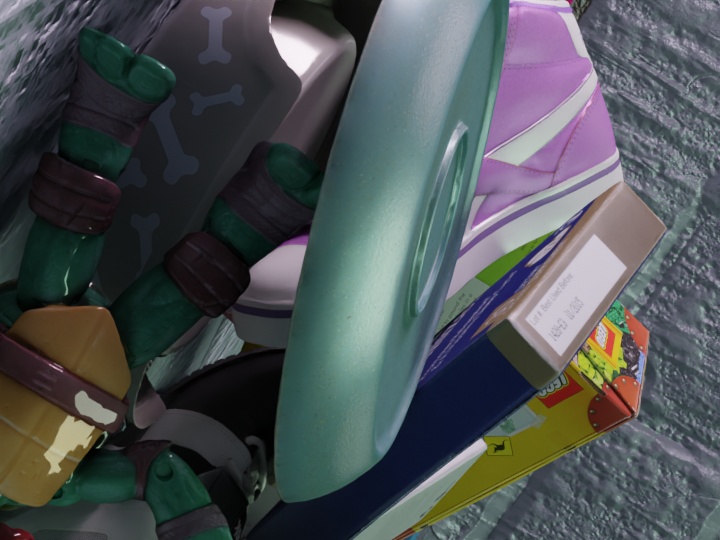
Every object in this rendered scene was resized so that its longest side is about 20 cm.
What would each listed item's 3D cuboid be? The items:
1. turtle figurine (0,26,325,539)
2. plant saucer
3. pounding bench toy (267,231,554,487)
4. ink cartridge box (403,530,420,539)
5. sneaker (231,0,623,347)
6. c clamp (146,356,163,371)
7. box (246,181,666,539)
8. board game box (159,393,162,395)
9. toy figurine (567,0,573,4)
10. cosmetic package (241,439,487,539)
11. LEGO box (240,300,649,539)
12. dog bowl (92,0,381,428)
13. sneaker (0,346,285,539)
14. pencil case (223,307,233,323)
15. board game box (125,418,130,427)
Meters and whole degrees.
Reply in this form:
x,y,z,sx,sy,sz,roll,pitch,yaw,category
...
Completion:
x,y,z,sx,sy,sz,roll,pitch,yaw,category
-0.093,0.036,0.556,0.101,0.150,0.200,24,-96,51,turtle figurine
0.015,-0.019,0.588,0.200,0.027,0.201,15,90,-82,plant saucer
0.000,0.000,0.879,0.200,0.124,0.156,-59,-156,4,pounding bench toy
-0.065,0.196,1.110,0.200,0.144,0.085,-56,175,-47,ink cartridge box
0.018,-0.051,0.731,0.200,0.073,0.115,-31,116,-35,sneaker
-0.121,0.062,0.848,0.200,0.027,0.171,-56,175,-36,c clamp
0.027,0.053,0.717,0.200,0.032,0.121,-45,180,37,box
-0.153,0.168,1.132,0.200,0.034,0.135,-59,176,-1,board game box
0.087,-0.184,1.013,0.200,0.150,0.184,-34,177,-19,toy figurine
-0.036,0.105,0.918,0.200,0.101,0.071,-26,159,-51,cosmetic package
0.043,0.057,1.063,0.200,0.149,0.077,-33,-156,34,LEGO box
-0.056,-0.039,0.700,0.200,0.059,0.200,-58,176,-7,dog bowl
-0.076,0.106,0.738,0.200,0.088,0.074,-32,136,-21,sneaker
-0.008,-0.050,1.022,0.200,0.087,0.087,-57,175,-25,pencil case
-0.101,0.168,0.979,0.030,0.200,0.096,-12,164,-10,board game box
